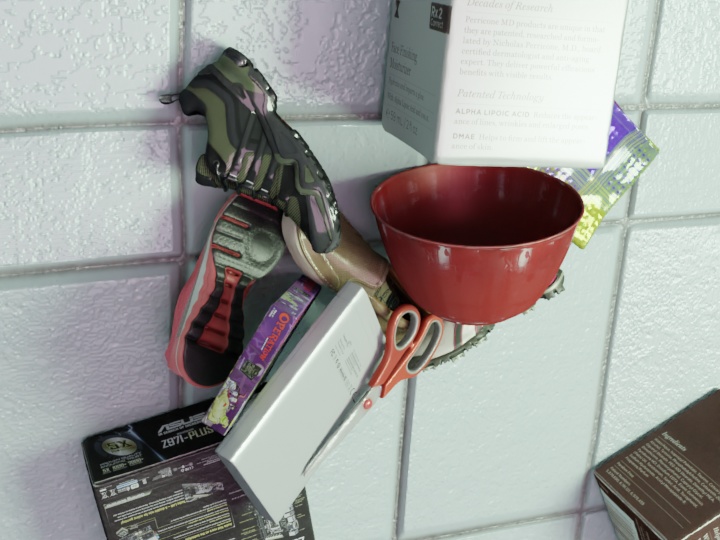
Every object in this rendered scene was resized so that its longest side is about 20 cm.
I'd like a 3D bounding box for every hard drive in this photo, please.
[{"bbox_3d":[-0.046,0.124,1.029,0.200,0.027,0.132,-52,146,-23],"label":"hard drive"}]

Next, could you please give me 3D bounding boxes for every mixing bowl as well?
[{"bbox_3d":[0.109,-0.018,1.044,0.198,0.200,0.109,-11,118,-18],"label":"mixing bowl"}]

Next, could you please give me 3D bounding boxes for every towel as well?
[{"bbox_3d":[0.215,-0.128,1.143,0.200,0.023,0.144,40,92,-30],"label":"towel"}]

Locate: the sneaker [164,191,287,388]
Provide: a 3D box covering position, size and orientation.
[{"bbox_3d":[-0.136,0.008,1.027,0.073,0.087,0.202,29,74,-31],"label":"sneaker"}]

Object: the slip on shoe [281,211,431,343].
[{"bbox_3d":[0.000,0.000,1.066,0.200,0.060,0.076,54,46,-33],"label":"slip on shoe"}]

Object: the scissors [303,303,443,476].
[{"bbox_3d":[0.017,0.122,1.066,0.073,0.014,0.201,38,78,-42],"label":"scissors"}]

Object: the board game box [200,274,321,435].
[{"bbox_3d":[-0.085,0.071,1.005,0.032,0.200,0.121,28,98,1],"label":"board game box"}]

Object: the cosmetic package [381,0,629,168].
[{"bbox_3d":[0.124,-0.206,0.976,0.163,0.165,0.202,0,107,-16],"label":"cosmetic package"}]

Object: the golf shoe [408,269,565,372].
[{"bbox_3d":[0.114,0.031,1.150,0.199,0.077,0.088,-34,94,-4],"label":"golf shoe"}]

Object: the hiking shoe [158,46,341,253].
[{"bbox_3d":[-0.093,-0.092,0.982,0.100,0.076,0.201,-32,90,5],"label":"hiking shoe"}]

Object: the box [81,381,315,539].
[{"bbox_3d":[-0.157,0.225,1.096,0.198,0.086,0.165,-17,116,-15],"label":"box"}]

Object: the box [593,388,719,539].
[{"bbox_3d":[0.418,0.286,1.317,0.199,0.164,0.167,-30,120,-8],"label":"box"}]
